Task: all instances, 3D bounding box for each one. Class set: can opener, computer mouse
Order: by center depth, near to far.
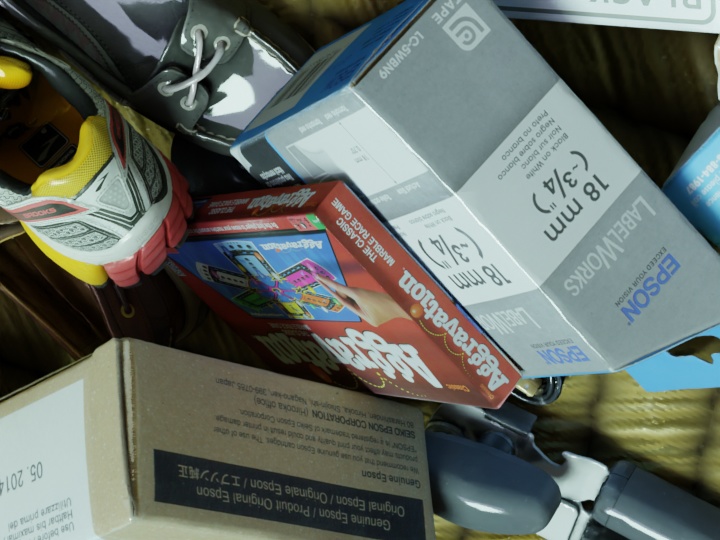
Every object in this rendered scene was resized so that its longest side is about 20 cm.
[{"bbox_3d":[0.107,0.119,0.803,0.199,0.067,0.054,27,132,14],"label":"can opener"},{"bbox_3d":[0.000,0.000,0.807,0.199,0.034,0.059,32,131,7],"label":"computer mouse"}]

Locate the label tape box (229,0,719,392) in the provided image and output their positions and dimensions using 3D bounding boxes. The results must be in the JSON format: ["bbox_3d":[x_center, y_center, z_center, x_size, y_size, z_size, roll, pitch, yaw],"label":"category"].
[{"bbox_3d":[0.058,-0.004,0.700,0.200,0.063,0.144,46,162,-11],"label":"label tape box"}]

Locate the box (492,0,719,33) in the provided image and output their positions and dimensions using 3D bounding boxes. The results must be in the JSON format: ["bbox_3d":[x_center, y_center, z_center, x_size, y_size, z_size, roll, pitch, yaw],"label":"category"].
[{"bbox_3d":[0.073,-0.183,0.620,0.116,0.060,0.202,9,125,25],"label":"box"}]

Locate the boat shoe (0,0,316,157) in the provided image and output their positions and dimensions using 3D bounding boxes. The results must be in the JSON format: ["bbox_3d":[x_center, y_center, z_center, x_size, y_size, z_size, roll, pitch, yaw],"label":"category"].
[{"bbox_3d":[-0.099,-0.103,0.766,0.199,0.057,0.067,34,107,6],"label":"boat shoe"}]

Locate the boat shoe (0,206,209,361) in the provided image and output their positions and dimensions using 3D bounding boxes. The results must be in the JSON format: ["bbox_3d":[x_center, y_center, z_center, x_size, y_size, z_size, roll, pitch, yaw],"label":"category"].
[{"bbox_3d":[-0.157,-0.030,0.853,0.200,0.068,0.072,43,132,-3],"label":"boat shoe"}]

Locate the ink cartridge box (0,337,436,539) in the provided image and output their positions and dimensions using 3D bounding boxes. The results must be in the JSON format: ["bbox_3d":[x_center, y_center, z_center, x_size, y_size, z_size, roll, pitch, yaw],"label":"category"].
[{"bbox_3d":[-0.094,0.104,0.791,0.164,0.076,0.199,15,151,-42],"label":"ink cartridge box"}]

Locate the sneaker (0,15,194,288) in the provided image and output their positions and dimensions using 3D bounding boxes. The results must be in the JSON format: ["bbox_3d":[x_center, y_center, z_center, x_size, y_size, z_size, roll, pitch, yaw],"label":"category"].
[{"bbox_3d":[-0.153,-0.073,0.775,0.199,0.078,0.082,30,167,29],"label":"sneaker"}]

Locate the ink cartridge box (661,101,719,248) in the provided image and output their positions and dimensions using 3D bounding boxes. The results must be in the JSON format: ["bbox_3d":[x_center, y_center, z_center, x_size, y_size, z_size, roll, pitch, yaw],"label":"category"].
[{"bbox_3d":[0.218,-0.011,0.650,0.200,0.067,0.116,41,131,0],"label":"ink cartridge box"}]

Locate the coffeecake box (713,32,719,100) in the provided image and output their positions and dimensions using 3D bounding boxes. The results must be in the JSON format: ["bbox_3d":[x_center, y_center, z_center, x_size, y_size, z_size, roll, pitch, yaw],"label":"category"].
[{"bbox_3d":[0.223,-0.088,0.538,0.199,0.073,0.155,23,88,14],"label":"coffeecake box"}]

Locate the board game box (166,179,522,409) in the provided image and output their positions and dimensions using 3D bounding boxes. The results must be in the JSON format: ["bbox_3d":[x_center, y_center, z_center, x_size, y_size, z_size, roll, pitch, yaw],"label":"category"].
[{"bbox_3d":[-0.021,0.010,0.762,0.103,0.019,0.200,45,162,-18],"label":"board game box"}]
